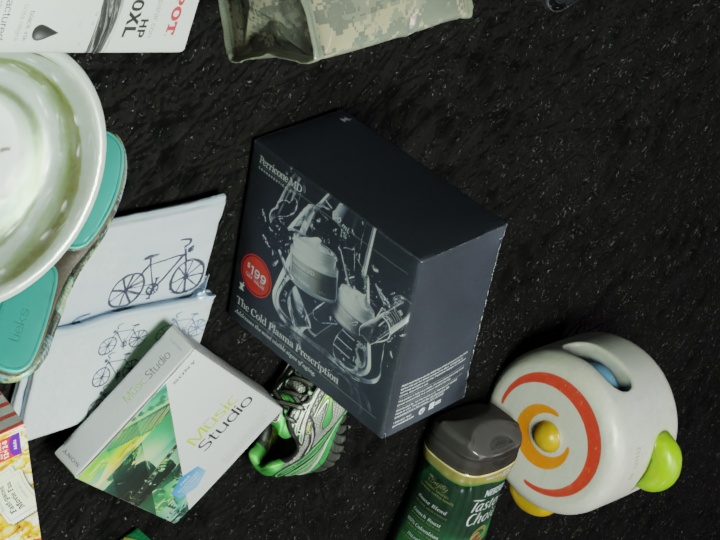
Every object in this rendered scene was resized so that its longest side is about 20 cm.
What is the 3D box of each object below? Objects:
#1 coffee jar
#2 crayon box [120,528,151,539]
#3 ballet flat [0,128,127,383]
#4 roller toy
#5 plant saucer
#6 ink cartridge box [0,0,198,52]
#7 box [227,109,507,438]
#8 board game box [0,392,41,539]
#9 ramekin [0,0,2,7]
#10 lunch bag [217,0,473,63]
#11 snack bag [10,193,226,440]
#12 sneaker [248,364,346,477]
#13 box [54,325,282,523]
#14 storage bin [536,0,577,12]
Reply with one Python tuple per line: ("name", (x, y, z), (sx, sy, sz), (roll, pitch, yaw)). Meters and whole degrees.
("coffee jar", (0.102, 0.240, 2.039), (0.104, 0.085, 0.200), (-16, 132, -45))
("crayon box", (-0.220, 0.341, 1.733), (0.119, 0.058, 0.200), (-36, 145, -27))
("ballet flat", (-0.230, -0.012, 1.368), (0.200, 0.074, 0.074), (-65, 152, -17))
("roller toy", (0.234, 0.166, 2.054), (0.140, 0.200, 0.183), (-15, 88, -47))
("plant saucer", (-0.264, -0.070, 1.270), (0.200, 0.050, 0.200), (-25, 130, -33))
("ink cartridge box", (-0.187, -0.219, 1.210), (0.200, 0.084, 0.145), (-8, 126, -50))
("box", (0.000, 0.000, 1.562), (0.104, 0.200, 0.182), (-22, 136, -40))
("board game box", (-0.283, 0.139, 1.363), (0.046, 0.152, 0.200), (-24, 138, -25))
("ramekin", (-0.286, -0.175, 1.031), (0.200, 0.105, 0.200), (-11, 122, -18))
("lunch bag", (-0.024, -0.260, 1.352), (0.164, 0.118, 0.200), (-22, 110, -38))
("snack bag", (-0.188, 0.034, 1.516), (0.188, 0.021, 0.200), (-14, 131, -46))
("sneaker", (-0.044, 0.113, 1.730), (0.085, 0.078, 0.200), (-15, 132, -45))
("box", (-0.158, 0.135, 1.613), (0.144, 0.036, 0.200), (-47, 152, 0))
("storage bin", (0.168, -0.333, 1.567), (0.135, 0.094, 0.200), (-38, 144, -25))
